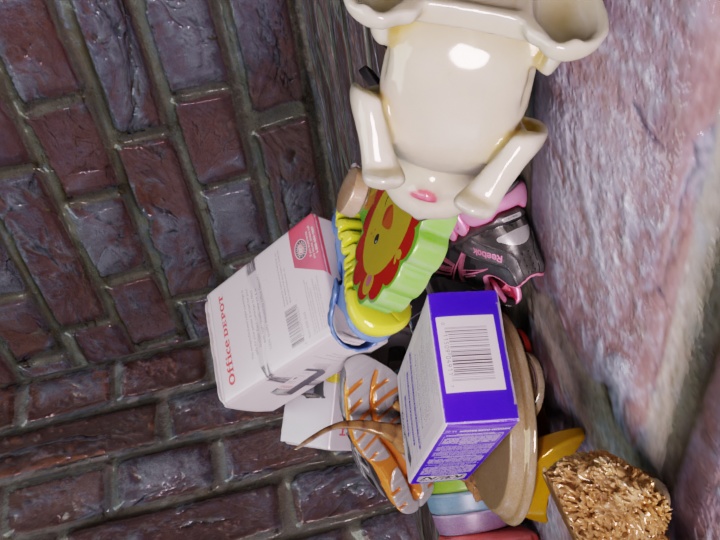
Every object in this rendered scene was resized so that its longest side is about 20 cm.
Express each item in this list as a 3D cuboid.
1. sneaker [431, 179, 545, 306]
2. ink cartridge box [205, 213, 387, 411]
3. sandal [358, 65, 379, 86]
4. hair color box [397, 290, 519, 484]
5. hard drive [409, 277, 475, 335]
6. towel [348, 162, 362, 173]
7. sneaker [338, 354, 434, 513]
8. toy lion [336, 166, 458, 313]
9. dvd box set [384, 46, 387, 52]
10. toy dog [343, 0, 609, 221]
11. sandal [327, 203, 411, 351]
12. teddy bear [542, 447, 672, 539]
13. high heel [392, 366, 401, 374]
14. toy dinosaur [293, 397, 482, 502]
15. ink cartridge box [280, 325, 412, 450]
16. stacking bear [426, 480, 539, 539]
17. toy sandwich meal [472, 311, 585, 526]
[{"bbox_3d":[0.102,-0.007,0.719,0.096,0.079,0.200,62,166,3],"label":"sneaker"},{"bbox_3d":[-0.078,0.053,0.913,0.085,0.200,0.146,17,-130,-45],"label":"ink cartridge box"},{"bbox_3d":[0.037,-0.161,0.993,0.200,0.045,0.075,57,-169,-47],"label":"sandal"},{"bbox_3d":[0.078,0.109,0.712,0.200,0.064,0.110,104,163,-63],"label":"hair color box"},{"bbox_3d":[0.084,0.016,0.874,0.139,0.038,0.201,34,-150,-41],"label":"hard drive"},{"bbox_3d":[0.052,-0.025,0.951,0.146,0.030,0.201,36,-149,-39],"label":"towel"},{"bbox_3d":[0.014,0.177,0.893,0.077,0.078,0.201,19,134,53],"label":"sneaker"},{"bbox_3d":[0.045,-0.071,0.695,0.201,0.068,0.192,-63,20,23],"label":"toy lion"},{"bbox_3d":[0.062,-0.221,0.939,0.147,0.029,0.201,79,176,-45],"label":"dvd box set"},{"bbox_3d":[0.054,-0.121,0.531,0.201,0.139,0.195,97,176,-52],"label":"toy dog"},{"bbox_3d":[0.000,0.000,0.804,0.201,0.079,0.087,-86,18,-44],"label":"sandal"},{"bbox_3d":[0.181,0.200,0.489,0.145,0.066,0.201,66,-178,-60],"label":"teddy bear"},{"bbox_3d":[0.099,0.186,0.900,0.143,0.071,0.201,-42,71,41],"label":"high heel"},{"bbox_3d":[0.044,0.164,0.815,0.106,0.199,0.061,-73,5,-68],"label":"toy dinosaur"},{"bbox_3d":[-0.008,0.115,0.993,0.147,0.085,0.201,15,-103,-47],"label":"ink cartridge box"},{"bbox_3d":[0.126,0.222,0.954,0.121,0.113,0.201,98,164,-78],"label":"stacking bear"},{"bbox_3d":[0.143,0.134,0.730,0.205,0.070,0.207,178,90,-84],"label":"toy sandwich meal"}]
